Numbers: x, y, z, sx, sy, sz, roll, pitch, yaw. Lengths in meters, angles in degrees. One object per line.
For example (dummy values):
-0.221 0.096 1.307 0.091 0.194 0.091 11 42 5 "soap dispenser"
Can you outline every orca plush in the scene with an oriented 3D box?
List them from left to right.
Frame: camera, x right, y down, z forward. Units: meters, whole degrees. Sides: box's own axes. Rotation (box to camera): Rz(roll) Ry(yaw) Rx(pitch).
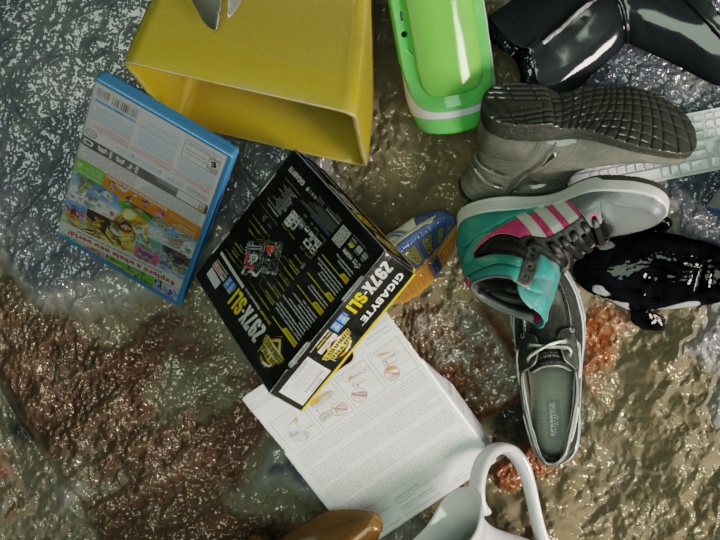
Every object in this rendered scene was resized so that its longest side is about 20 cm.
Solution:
0.297 0.014 1.116 0.198 0.071 0.106 22 97 4 "orca plush"

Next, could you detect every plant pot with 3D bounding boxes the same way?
-0.073 -0.219 1.083 0.197 0.200 0.179 14 84 5 "plant pot"

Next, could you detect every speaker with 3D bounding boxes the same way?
0.070 -0.229 1.087 0.087 0.089 0.203 -9 114 6 "speaker"

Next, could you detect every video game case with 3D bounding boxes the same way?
-0.203 -0.071 1.134 0.142 0.018 0.201 29 131 3 "video game case"

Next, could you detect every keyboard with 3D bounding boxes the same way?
0.289 -0.114 1.137 0.197 0.011 0.057 -11 94 7 "keyboard"

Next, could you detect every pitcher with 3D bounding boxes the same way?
0.144 0.276 1.126 0.200 0.121 0.172 45 68 -20 "pitcher"

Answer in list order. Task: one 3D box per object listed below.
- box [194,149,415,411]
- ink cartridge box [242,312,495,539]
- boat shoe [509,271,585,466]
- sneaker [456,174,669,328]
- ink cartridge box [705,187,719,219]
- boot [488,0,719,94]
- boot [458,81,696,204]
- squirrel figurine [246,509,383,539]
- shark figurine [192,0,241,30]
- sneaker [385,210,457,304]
-0.056 0.003 1.100 0.049 0.200 0.160 31 101 -40 "box"
0.010 0.143 1.143 0.162 0.057 0.201 -34 105 8 "ink cartridge box"
0.180 0.084 1.134 0.071 0.071 0.203 -8 91 7 "boat shoe"
0.175 -0.012 1.079 0.198 0.084 0.122 -9 55 25 "sneaker"
0.415 -0.020 1.078 0.199 0.116 0.067 37 96 -1 "ink cartridge box"
0.230 -0.200 1.101 0.168 0.076 0.201 -42 84 5 "boot"
0.192 -0.103 1.102 0.197 0.131 0.068 7 55 1 "boot"
-0.036 0.340 1.159 0.198 0.142 0.188 -7 126 43 "squirrel figurine"
-0.117 -0.230 0.944 0.127 0.213 0.091 -16 111 -35 "shark figurine"
0.000 0.000 1.145 0.199 0.076 0.088 -39 49 -11 "sneaker"
